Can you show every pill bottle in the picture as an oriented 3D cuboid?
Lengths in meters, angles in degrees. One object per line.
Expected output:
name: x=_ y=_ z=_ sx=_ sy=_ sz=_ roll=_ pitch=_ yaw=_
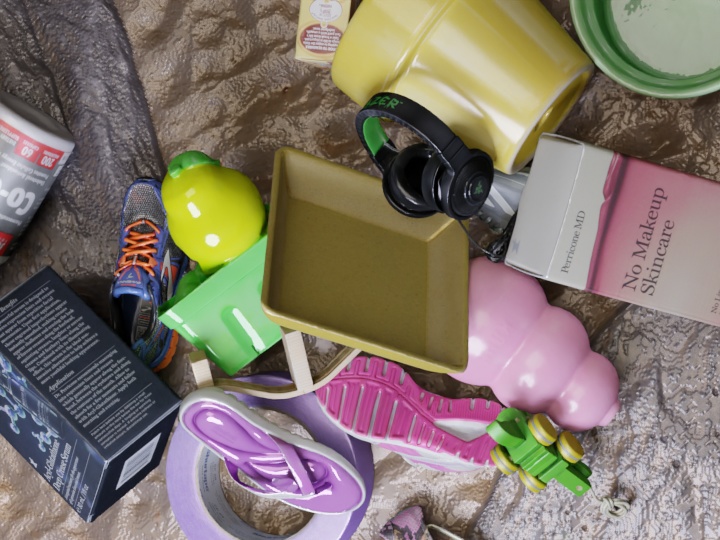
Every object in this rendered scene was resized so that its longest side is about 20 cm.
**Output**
pill bottle: x=-0.389 y=-0.077 z=1.856 sx=0.114 sy=0.114 sz=0.201 roll=33 pitch=98 yaw=13

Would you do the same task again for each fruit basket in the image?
fruit basket: x=-0.123 y=-0.027 z=1.740 sx=0.214 sy=0.156 sz=0.217 roll=0 pitch=93 yaw=-7

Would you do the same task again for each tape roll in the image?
tape roll: x=-0.090 y=0.202 z=1.798 sx=0.199 sy=0.066 sz=0.201 roll=0 pitch=89 yaw=15

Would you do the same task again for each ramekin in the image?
ramekin: x=0.299 y=-0.255 z=1.674 sx=0.199 sy=0.098 sz=0.201 roll=0 pitch=90 yaw=15

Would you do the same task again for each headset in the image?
headset: x=0.081 y=-0.090 z=1.648 sx=0.094 sy=0.123 sz=0.200 roll=-47 pitch=115 yaw=-20

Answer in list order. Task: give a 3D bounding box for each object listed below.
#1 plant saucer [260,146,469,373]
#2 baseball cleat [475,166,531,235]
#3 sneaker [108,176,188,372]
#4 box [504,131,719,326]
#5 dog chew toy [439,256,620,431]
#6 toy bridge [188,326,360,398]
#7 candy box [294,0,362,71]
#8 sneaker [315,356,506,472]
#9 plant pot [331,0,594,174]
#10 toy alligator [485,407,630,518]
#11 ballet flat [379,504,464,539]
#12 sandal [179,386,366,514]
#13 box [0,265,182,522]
plant saucer: x=0.000 y=0.000 z=1.640 sx=0.199 sy=0.201 sz=0.049 roll=18 pitch=138 yaw=-16
baseball cleat: x=0.125 y=-0.060 z=1.737 sx=0.199 sy=0.070 sz=0.107 roll=6 pitch=91 yaw=16
sneaker: x=-0.217 y=0.005 z=1.826 sx=0.075 sy=0.078 sz=0.201 roll=0 pitch=90 yaw=15
box: x=0.252 y=-0.036 z=1.637 sx=0.199 sy=0.109 sz=0.129 roll=14 pitch=95 yaw=-18
dog chew toy: x=0.158 y=0.078 z=1.705 sx=0.200 sy=0.125 sz=0.125 roll=37 pitch=99 yaw=5
toy bridge: x=-0.060 y=0.083 z=1.709 sx=0.199 sy=0.027 sz=0.068 roll=-17 pitch=111 yaw=-11
candy box: x=-0.013 y=-0.296 z=1.752 sx=0.055 sy=0.115 sz=0.201 roll=8 pitch=92 yaw=16
sneaker: x=0.050 y=0.150 z=1.740 sx=0.199 sy=0.088 sz=0.082 roll=22 pitch=69 yaw=8
plant pot: x=0.105 y=-0.195 z=1.676 sx=0.189 sy=0.201 sz=0.201 roll=40 pitch=100 yaw=11
toy alligator: x=0.180 y=0.174 z=1.694 sx=0.059 sy=0.200 sz=0.054 roll=-41 pitch=38 yaw=20
ballet flat: x=0.104 y=0.307 z=1.748 sx=0.071 sy=0.069 sz=0.200 roll=-43 pitch=78 yaw=-4
sandal: x=-0.088 y=0.184 z=1.699 sx=0.202 sy=0.050 sz=0.082 roll=32 pitch=126 yaw=-15
box: x=-0.291 y=0.124 z=1.796 sx=0.200 sy=0.149 sz=0.107 roll=44 pitch=57 yaw=12
